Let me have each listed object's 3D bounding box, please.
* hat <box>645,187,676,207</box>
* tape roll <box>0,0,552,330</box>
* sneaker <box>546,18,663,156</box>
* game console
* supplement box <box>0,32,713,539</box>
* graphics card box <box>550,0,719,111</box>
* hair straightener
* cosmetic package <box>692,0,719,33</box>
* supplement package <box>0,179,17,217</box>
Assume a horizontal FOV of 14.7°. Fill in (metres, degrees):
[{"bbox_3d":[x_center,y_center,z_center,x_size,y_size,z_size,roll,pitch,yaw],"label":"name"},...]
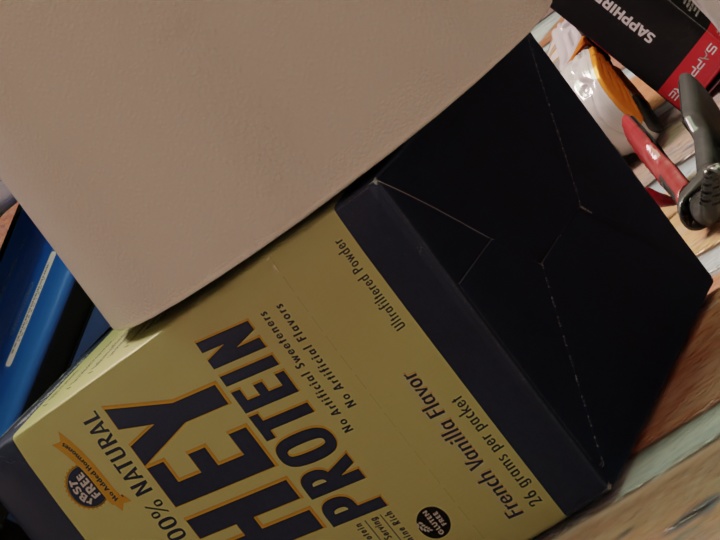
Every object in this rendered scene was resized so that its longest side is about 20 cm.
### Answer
[{"bbox_3d":[0.000,0.000,1.326,0.165,0.176,0.201,-22,-30,-49],"label":"hat"},{"bbox_3d":[-0.049,-0.092,1.003,0.202,0.140,0.203,-36,6,5],"label":"tape roll"},{"bbox_3d":[0.111,-0.085,1.578,0.092,0.076,0.200,-41,5,9],"label":"sneaker"},{"bbox_3d":[-0.104,0.037,1.181,0.171,0.118,0.201,2,69,68],"label":"game console"},{"bbox_3d":[0.000,0.037,1.050,0.199,0.135,0.200,-35,7,27],"label":"supplement box"},{"bbox_3d":[0.127,-0.179,1.569,0.051,0.200,0.126,-50,2,22],"label":"graphics card box"},{"bbox_3d":[0.163,-0.063,1.259,0.077,0.041,0.200,-37,7,7],"label":"hair straightener"},{"bbox_3d":[0.246,-0.215,1.311,0.200,0.165,0.165,-31,9,40],"label":"cosmetic package"},{"bbox_3d":[-0.260,-0.035,1.137,0.200,0.151,0.152,-37,3,-36],"label":"supplement package"}]
